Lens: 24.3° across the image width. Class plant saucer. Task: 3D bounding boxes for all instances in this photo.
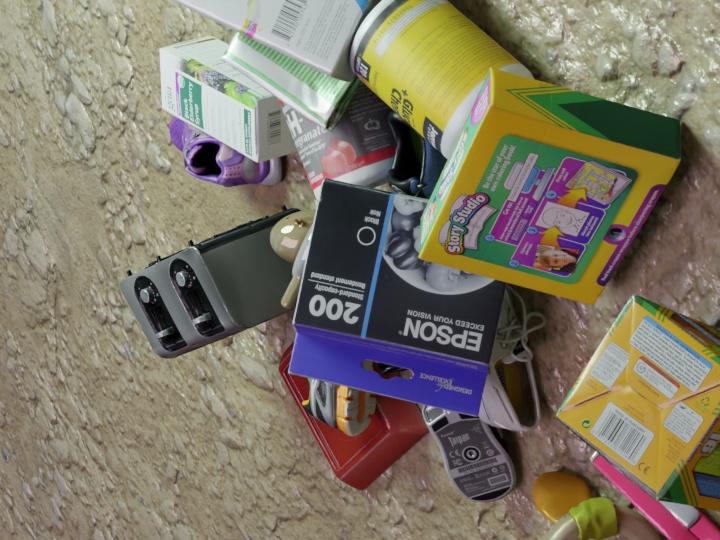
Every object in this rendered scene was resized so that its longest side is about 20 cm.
[{"bbox_3d":[-0.021,0.145,1.965,0.200,0.037,0.200,60,146,14],"label":"plant saucer"}]

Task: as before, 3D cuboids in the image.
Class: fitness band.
[{"bbox_3d":[0.271,0.207,1.500,0.200,0.037,0.144,47,-176,30],"label":"fitness band"}]

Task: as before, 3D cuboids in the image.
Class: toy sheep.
[{"bbox_3d":[0.000,0.000,1.703,0.200,0.138,0.138,26,137,2],"label":"toy sheep"}]

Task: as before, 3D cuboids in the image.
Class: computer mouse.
[{"bbox_3d":[0.102,0.155,1.748,0.110,0.044,0.200,-18,112,16],"label":"computer mouse"}]

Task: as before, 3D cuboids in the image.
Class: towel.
[{"bbox_3d":[-0.037,-0.260,1.662,0.153,0.023,0.200,34,102,19],"label":"towel"}]

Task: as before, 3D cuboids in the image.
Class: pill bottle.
[{"bbox_3d":[0.092,-0.169,1.558,0.200,0.112,0.112,44,140,22],"label":"pill bottle"},{"bbox_3d":[-0.027,-0.179,1.733,0.111,0.111,0.200,-24,86,57],"label":"pill bottle"}]

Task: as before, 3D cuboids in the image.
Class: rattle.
[{"bbox_3d":[0.242,0.308,1.647,0.200,0.130,0.143,48,162,-15],"label":"rattle"}]

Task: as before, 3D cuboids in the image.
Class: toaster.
[{"bbox_3d":[-0.152,0.012,1.959,0.181,0.200,0.119,-21,92,49],"label":"toaster"}]

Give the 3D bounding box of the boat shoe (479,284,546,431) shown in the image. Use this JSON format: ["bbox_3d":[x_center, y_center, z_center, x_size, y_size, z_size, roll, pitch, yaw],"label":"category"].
[{"bbox_3d":[0.143,0.071,1.655,0.086,0.075,0.202,13,120,53],"label":"boat shoe"}]

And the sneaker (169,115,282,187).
[{"bbox_3d":[-0.181,-0.147,1.993,0.200,0.088,0.081,27,129,48],"label":"sneaker"}]

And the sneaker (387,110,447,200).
[{"bbox_3d":[0.068,-0.079,1.669,0.079,0.089,0.200,4,112,55],"label":"sneaker"}]

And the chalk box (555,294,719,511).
[{"bbox_3d":[0.284,0.118,1.403,0.125,0.200,0.124,39,103,36],"label":"chalk box"}]

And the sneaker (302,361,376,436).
[{"bbox_3d":[-0.027,0.082,1.863,0.077,0.078,0.200,10,98,35],"label":"sneaker"}]

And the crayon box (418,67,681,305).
[{"bbox_3d":[0.162,-0.070,1.471,0.200,0.172,0.058,114,169,-46],"label":"crayon box"}]

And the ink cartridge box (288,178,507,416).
[{"bbox_3d":[0.039,0.027,1.613,0.198,0.043,0.200,12,95,8],"label":"ink cartridge box"}]

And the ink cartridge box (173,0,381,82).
[{"bbox_3d":[-0.075,-0.289,1.608,0.200,0.085,0.145,27,97,10],"label":"ink cartridge box"}]

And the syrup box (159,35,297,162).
[{"bbox_3d":[-0.146,-0.200,1.921,0.200,0.081,0.079,30,129,43],"label":"syrup box"}]
